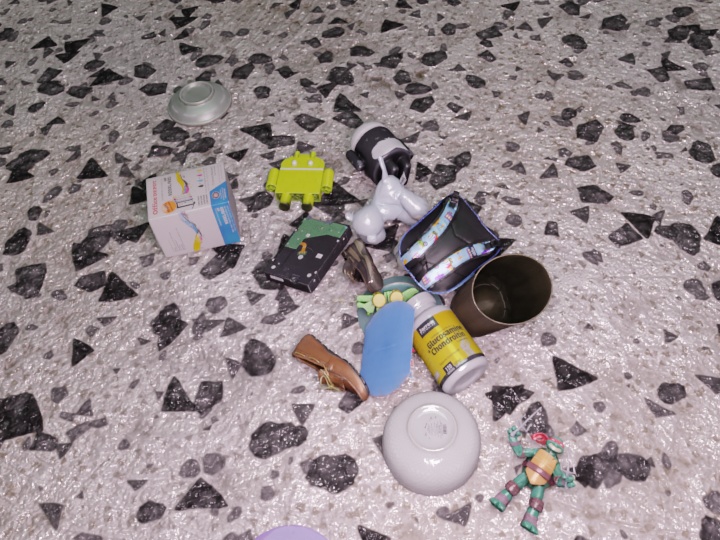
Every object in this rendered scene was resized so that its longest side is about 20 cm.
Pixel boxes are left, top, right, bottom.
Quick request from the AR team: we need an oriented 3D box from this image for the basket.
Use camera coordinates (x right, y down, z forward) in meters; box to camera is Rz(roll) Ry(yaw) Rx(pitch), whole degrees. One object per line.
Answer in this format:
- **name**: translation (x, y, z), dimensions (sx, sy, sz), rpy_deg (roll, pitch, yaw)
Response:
- **basket**: translation (0.272, 0.063, 1.356), dimensions (0.177, 0.200, 0.138), rpy_deg (-16, 78, -17)

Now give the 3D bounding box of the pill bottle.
- **pill bottle**: translation (0.167, 0.146, 1.364), dimensions (0.111, 0.113, 0.201), rpy_deg (-26, 60, -15)

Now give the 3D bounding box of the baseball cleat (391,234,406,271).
- **baseball cleat**: translation (0.170, -0.068, 1.566), dimensions (0.196, 0.070, 0.107), rpy_deg (-17, 49, -12)

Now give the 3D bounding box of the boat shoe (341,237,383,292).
- **boat shoe**: translation (0.000, 0.000, 1.514), dimensions (0.073, 0.075, 0.201), rpy_deg (-31, 28, 5)

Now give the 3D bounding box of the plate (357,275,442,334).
- **plate**: translation (0.089, 0.088, 1.481), dimensions (0.196, 0.026, 0.203), rpy_deg (-3, 53, 3)

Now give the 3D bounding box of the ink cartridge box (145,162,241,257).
- **ink cartridge box**: translation (-0.414, -0.149, 1.628), dimensions (0.196, 0.146, 0.149), rpy_deg (-13, 53, -5)

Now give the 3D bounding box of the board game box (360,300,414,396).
- **board game box**: translation (0.067, 0.167, 1.368), dimensions (0.039, 0.157, 0.204), rpy_deg (24, 60, -33)

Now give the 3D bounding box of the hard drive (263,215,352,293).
- **hard drive**: translation (-0.123, -0.042, 1.576), dimensions (0.138, 0.038, 0.201), rpy_deg (14, 55, 28)

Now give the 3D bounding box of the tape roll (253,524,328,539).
- **tape roll**: translation (-0.118, 0.546, 1.108), dimensions (0.196, 0.086, 0.203), rpy_deg (-2, 52, 2)

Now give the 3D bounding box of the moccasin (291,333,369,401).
- **moccasin**: translation (-0.064, 0.212, 1.368), dimensions (0.200, 0.074, 0.078), rpy_deg (35, 71, 24)

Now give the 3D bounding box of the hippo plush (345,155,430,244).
- **hippo plush**: translation (0.063, -0.129, 1.565), dimensions (0.158, 0.200, 0.162), rpy_deg (37, 80, 14)

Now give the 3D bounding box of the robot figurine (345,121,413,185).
- **robot figurine**: translation (0.054, -0.301, 1.723), dimensions (0.125, 0.149, 0.201), rpy_deg (-47, 55, 15)

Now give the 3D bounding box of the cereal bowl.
- **cereal bowl**: translation (0.136, 0.319, 1.263), dimensions (0.196, 0.084, 0.203), rpy_deg (-3, 51, 3)

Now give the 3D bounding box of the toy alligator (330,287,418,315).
- **toy alligator**: translation (0.033, 0.077, 1.447), dimensions (0.196, 0.059, 0.055), rpy_deg (-8, 92, -1)

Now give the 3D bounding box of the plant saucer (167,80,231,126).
- **plant saucer**: translation (-0.490, -0.519, 1.980), dimensions (0.196, 0.051, 0.203), rpy_deg (-3, 52, 3)

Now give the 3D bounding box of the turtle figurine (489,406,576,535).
- **turtle figurine**: translation (0.327, 0.365, 1.201), dimensions (0.148, 0.101, 0.201), rpy_deg (23, 72, 39)

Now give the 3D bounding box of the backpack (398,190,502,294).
- **backpack**: translation (0.185, -0.041, 1.446), dimensions (0.199, 0.135, 0.183), rpy_deg (-39, 80, -8)

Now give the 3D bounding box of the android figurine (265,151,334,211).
- **android figurine**: translation (-0.159, -0.243, 1.747), dimensions (0.178, 0.041, 0.203), rpy_deg (3, 54, 7)
